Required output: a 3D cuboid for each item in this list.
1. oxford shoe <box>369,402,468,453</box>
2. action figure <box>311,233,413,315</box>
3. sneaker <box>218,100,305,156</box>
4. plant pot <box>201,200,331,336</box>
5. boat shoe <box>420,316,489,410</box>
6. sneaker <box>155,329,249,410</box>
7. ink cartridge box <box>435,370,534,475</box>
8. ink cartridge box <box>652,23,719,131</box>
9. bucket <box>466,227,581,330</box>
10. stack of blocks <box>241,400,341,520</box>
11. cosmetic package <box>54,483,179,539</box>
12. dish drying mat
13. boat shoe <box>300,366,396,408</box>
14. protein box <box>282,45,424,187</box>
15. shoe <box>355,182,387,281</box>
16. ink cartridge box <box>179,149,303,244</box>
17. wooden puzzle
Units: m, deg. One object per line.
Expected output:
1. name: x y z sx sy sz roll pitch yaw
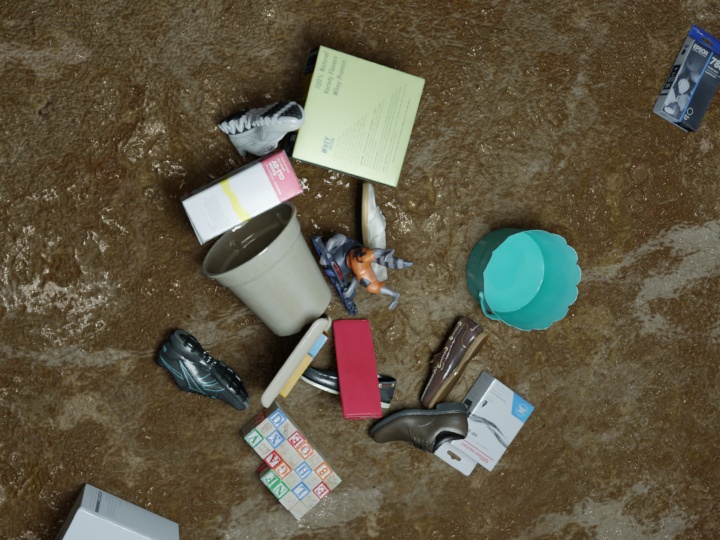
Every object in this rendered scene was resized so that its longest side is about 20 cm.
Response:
1. oxford shoe: 0.115 0.318 1.636 0.198 0.085 0.073 -12 144 10
2. action figure: 0.000 0.000 1.541 0.105 0.193 0.201 -45 139 -23
3. sneaker: -0.163 -0.246 1.462 0.075 0.199 0.082 -40 118 -36
4. plant pot: -0.153 0.009 1.504 0.200 0.200 0.184 -38 117 -6
5. boat shoe: 0.176 0.186 1.666 0.070 0.070 0.201 37 99 21
6. sneaker: -0.293 0.198 1.554 0.200 0.075 0.079 43 100 -9
7. ink cartridge box: 0.248 0.324 1.699 0.115 0.067 0.201 35 89 -17
8. ink cartridge box: 0.690 -0.399 1.719 0.099 0.039 0.202 23 92 -15
9. bucket: 0.312 0.011 1.634 0.205 0.135 0.210 -2 98 -13
10. stack of blocks: -0.144 0.367 1.612 0.115 0.059 0.201 -39 105 -5
11. cosmetic package: -0.465 0.536 1.525 0.199 0.123 0.201 30 90 -15
12. dish drying mat: -0.007 0.186 1.579 0.076 0.018 0.202 2 59 -16
13. boat shoe: -0.024 0.212 1.613 0.200 0.074 0.064 17 95 -21
14. protein box: -0.017 -0.276 1.509 0.198 0.135 0.201 14 95 -16
15. shoe: 0.022 -0.070 1.586 0.053 0.070 0.202 -5 107 -11
16. ink cartridge box: -0.215 -0.134 1.476 0.199 0.145 0.084 -28 103 -8
17. wooden puzzle: -0.109 0.165 1.522 0.037 0.200 0.186 36 89 2
